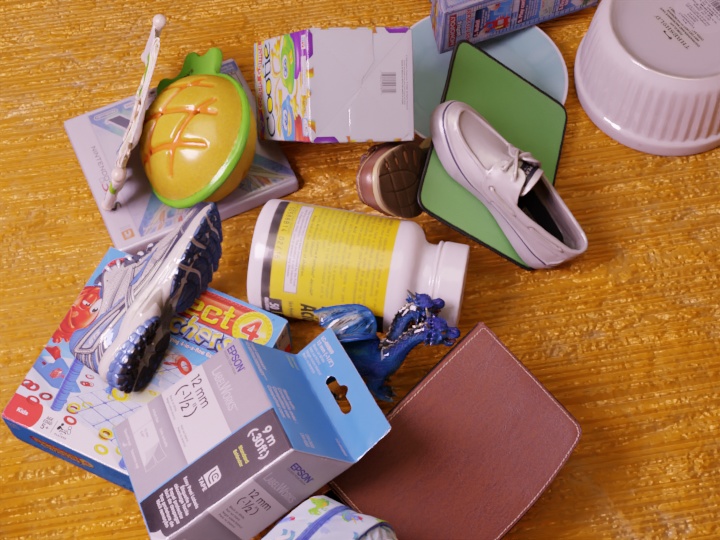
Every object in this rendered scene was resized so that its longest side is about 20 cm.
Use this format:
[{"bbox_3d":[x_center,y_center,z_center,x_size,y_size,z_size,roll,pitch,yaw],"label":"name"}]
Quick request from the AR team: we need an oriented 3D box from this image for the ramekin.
[{"bbox_3d":[0.331,-0.232,1.266,0.199,0.105,0.201,-1,60,1],"label":"ramekin"}]

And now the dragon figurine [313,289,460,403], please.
[{"bbox_3d":[-0.013,0.068,1.072,0.199,0.100,0.059,-1,34,-6],"label":"dragon figurine"}]

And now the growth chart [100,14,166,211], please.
[{"bbox_3d":[-0.226,-0.156,1.195,0.018,0.145,0.201,16,69,-14],"label":"growth chart"}]

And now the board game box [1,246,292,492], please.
[{"bbox_3d":[-0.195,0.102,1.116,0.199,0.056,0.196,21,63,13],"label":"board game box"}]

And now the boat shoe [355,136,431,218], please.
[{"bbox_3d":[0.032,-0.092,1.168,0.067,0.200,0.072,0,102,20],"label":"boat shoe"}]

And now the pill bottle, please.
[{"bbox_3d":[0.000,0.000,1.137,0.199,0.111,0.112,9,61,7],"label":"pill bottle"}]

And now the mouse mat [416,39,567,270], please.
[{"bbox_3d":[0.136,-0.116,1.196,0.161,0.008,0.201,28,65,-27],"label":"mouse mat"}]

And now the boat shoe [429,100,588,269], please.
[{"bbox_3d":[0.146,-0.086,1.151,0.072,0.066,0.200,-44,104,-34],"label":"boat shoe"}]

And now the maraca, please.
[{"bbox_3d":[-0.168,-0.145,1.203,0.137,0.107,0.200,-37,46,16],"label":"maraca"}]

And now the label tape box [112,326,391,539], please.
[{"bbox_3d":[-0.092,0.131,0.972,0.200,0.066,0.143,-37,42,3],"label":"label tape box"}]

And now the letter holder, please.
[{"bbox_3d":[0.077,0.171,1.046,0.142,0.101,0.200,45,70,5],"label":"letter holder"}]

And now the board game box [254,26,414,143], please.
[{"bbox_3d":[-0.031,-0.178,1.168,0.103,0.200,0.105,-4,97,-18],"label":"board game box"}]

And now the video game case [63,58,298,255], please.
[{"bbox_3d":[-0.191,-0.122,1.262,0.199,0.022,0.183,-23,63,-11],"label":"video game case"}]

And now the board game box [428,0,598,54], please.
[{"bbox_3d":[0.130,-0.329,1.326,0.200,0.062,0.200,-32,58,-25],"label":"board game box"}]

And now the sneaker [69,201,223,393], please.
[{"bbox_3d":[-0.199,0.009,1.095,0.085,0.077,0.200,21,63,18],"label":"sneaker"}]

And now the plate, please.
[{"bbox_3d":[0.125,-0.204,1.300,0.199,0.026,0.201,0,61,0],"label":"plate"}]

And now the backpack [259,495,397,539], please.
[{"bbox_3d":[-0.043,0.265,0.901,0.153,0.164,0.200,7,30,15],"label":"backpack"}]
